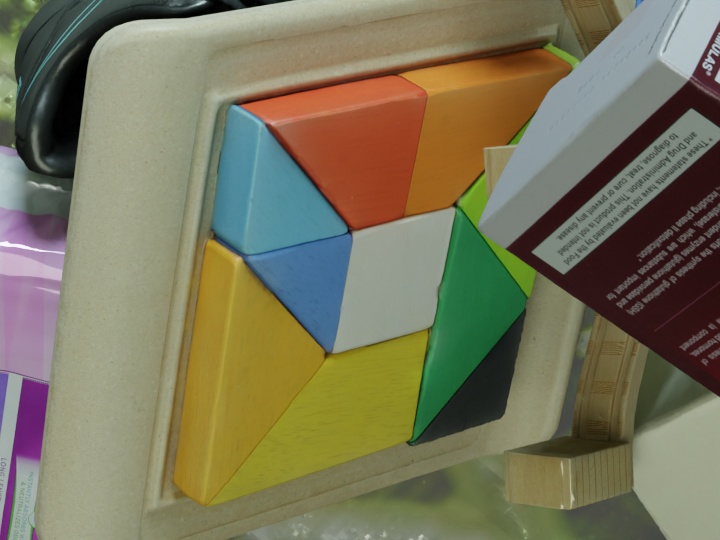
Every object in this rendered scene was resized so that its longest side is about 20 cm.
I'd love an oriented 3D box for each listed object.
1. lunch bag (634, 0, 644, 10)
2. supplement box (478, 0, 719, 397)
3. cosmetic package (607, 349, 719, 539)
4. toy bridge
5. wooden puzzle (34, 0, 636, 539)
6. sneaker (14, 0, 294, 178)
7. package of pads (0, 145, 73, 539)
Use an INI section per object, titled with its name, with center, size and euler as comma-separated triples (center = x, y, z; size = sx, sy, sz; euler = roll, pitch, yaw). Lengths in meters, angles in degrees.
[lunch bag]
center = 0.170, -0.128, 0.753
size = 0.132, 0.136, 0.200
euler = 32, 116, -8
[supplement box]
center = 0.145, 0.003, 0.726
size = 0.200, 0.061, 0.109
euler = 35, 146, -7
[cosmetic package]
center = 0.181, 0.016, 0.839
size = 0.200, 0.104, 0.073
euler = -29, 107, 18
[toy bridge]
center = 0.066, -0.033, 0.804
size = 0.027, 0.067, 0.200
euler = -1, 95, 42
[wooden puzzle]
center = 0.000, 0.000, 0.832
size = 0.200, 0.037, 0.185
euler = -11, 124, -36
[sneaker]
center = -0.024, -0.083, 0.835
size = 0.200, 0.079, 0.075
euler = -30, 107, 18
[package of pads]
center = -0.102, 0.059, 0.914
size = 0.120, 0.076, 0.200
euler = 13, 116, 3
